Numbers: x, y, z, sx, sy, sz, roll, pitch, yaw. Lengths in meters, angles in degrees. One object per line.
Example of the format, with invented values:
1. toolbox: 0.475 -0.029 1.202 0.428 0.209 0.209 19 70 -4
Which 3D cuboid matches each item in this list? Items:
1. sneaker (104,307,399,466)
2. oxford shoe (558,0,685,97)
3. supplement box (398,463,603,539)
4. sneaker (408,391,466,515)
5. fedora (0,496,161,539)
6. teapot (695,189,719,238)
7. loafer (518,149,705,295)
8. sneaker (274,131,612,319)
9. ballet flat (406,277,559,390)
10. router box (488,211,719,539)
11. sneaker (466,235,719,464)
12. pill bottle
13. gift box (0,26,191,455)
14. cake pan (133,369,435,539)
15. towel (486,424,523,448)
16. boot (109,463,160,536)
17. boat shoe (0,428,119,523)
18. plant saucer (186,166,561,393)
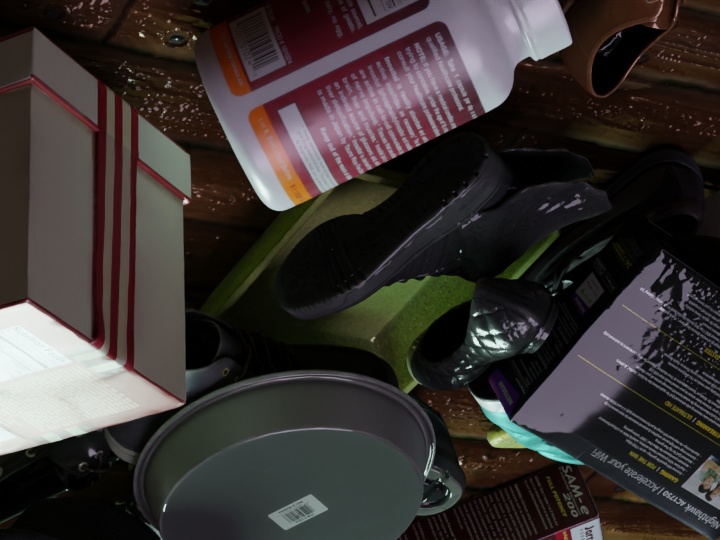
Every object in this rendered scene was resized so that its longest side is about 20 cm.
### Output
1. sneaker: -0.061 0.070 1.516 0.198 0.075 0.107 -8 146 -19
2. oxford shoe: 0.178 -0.185 1.404 0.071 0.072 0.201 0 138 -27
3. supplement box: 0.098 0.237 1.930 0.198 0.061 0.109 -22 145 -3
4. sneaker: -0.014 0.106 1.688 0.199 0.080 0.075 29 130 -25
5. fedora: -0.177 0.216 1.583 0.199 0.092 0.202 12 136 11
6. teapot: 0.307 0.027 1.637 0.199 0.146 0.199 29 82 -29
7. loafer: 0.164 0.003 1.638 0.072 0.063 0.200 28 119 -24
8. sneaker: 0.051 -0.018 1.478 0.199 0.060 0.104 -36 140 14
9. ballet flat: 0.069 0.033 1.520 0.057 0.067 0.200 30 161 -11
10. router box: 0.204 0.072 1.527 0.199 0.051 0.149 32 108 -30
11. sneaker: 0.177 0.064 1.600 0.199 0.084 0.121 -27 138 3
12. pill bottle: 0.015 -0.124 1.352 0.199 0.114 0.113 -25 146 4
13. gift box: -0.216 -0.018 1.307 0.198 0.188 0.185 -12 151 20
14. cake pan: -0.046 0.140 1.526 0.198 0.037 0.201 -8 140 -7
15. towel: 0.199 0.105 1.780 0.143 0.023 0.200 4 162 -30
16. boot: -0.154 0.169 1.657 0.202 0.074 0.154 -17 156 0
17. boat shoe: -0.200 0.125 1.612 0.199 0.057 0.069 -23 146 0
18. plant saucer: 0.000 0.000 1.568 0.199 0.048 0.200 13 132 -40
